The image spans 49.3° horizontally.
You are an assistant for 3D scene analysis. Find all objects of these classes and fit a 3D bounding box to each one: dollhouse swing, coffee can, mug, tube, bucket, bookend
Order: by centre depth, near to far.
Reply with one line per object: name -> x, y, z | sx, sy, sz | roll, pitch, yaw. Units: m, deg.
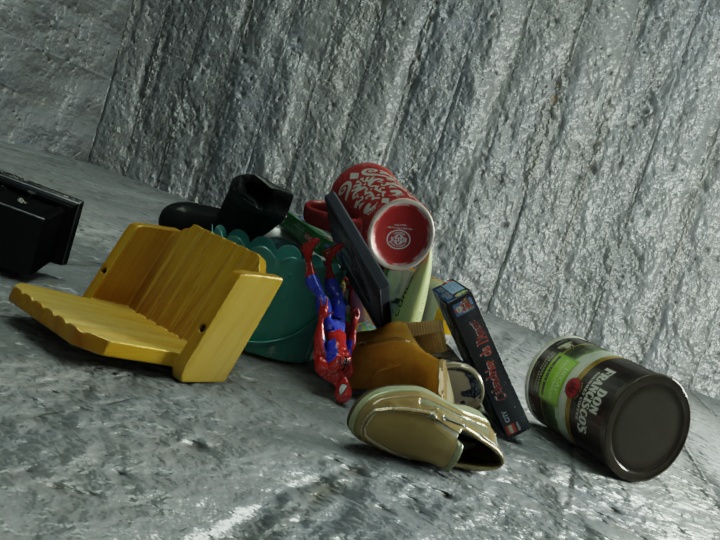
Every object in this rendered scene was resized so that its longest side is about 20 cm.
dollhouse swing -> -0.231, 0.008, 0.836 | 0.197, 0.184, 0.176 | 22, -14, 36
bookend -> -0.470, -0.061, 0.949 | 0.194, 0.094, 0.200 | 20, 12, -7
bucket -> -0.132, 0.032, 1.085 | 0.202, 0.138, 0.207 | 18, 4, -1
coffee can -> 0.348, 0.192, 1.128 | 0.143, 0.150, 0.199 | 16, 4, -22
tube -> 0.076, 0.060, 1.207 | 0.051, 0.205, 0.058 | 17, 4, -36
mug -> 0.016, -0.071, 1.224 | 0.136, 0.175, 0.200 | 64, -7, -24

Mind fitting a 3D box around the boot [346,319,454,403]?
boot -> 0.040, 0.135, 0.964 | 0.140, 0.072, 0.203 | -13, 30, 9

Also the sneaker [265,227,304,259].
sneaker -> -0.110, 0.015, 1.319 | 0.083, 0.072, 0.201 | -100, 165, -44

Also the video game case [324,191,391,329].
video game case -> 0.000, 0.000, 1.040 | 0.145, 0.019, 0.201 | 59, -8, 21

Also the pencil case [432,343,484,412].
pencil case -> 0.116, 0.149, 1.093 | 0.088, 0.079, 0.200 | 34, 2, -8

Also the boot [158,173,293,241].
boot -> -0.204, -0.088, 1.163 | 0.161, 0.068, 0.199 | 9, -14, -22

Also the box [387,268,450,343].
box -> 0.071, 0.056, 1.297 | 0.198, 0.122, 0.041 | 24, 8, 43

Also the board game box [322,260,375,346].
board game box -> -0.040, 0.046, 1.238 | 0.200, 0.039, 0.157 | 46, 40, 17

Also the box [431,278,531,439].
box -> 0.165, 0.118, 1.089 | 0.037, 0.204, 0.137 | -25, 7, -2

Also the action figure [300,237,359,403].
action figure -> -0.034, 0.061, 0.958 | 0.051, 0.205, 0.065 | -24, -26, 38

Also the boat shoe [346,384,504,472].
boat shoe -> 0.077, 0.169, 0.803 | 0.196, 0.073, 0.076 | 14, 22, -36

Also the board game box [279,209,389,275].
board game box -> -0.053, -0.045, 1.265 | 0.133, 0.030, 0.199 | 26, 5, -33
